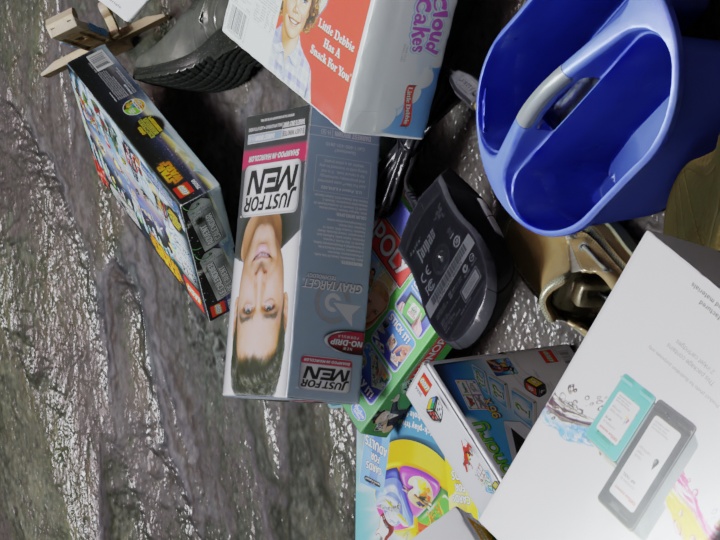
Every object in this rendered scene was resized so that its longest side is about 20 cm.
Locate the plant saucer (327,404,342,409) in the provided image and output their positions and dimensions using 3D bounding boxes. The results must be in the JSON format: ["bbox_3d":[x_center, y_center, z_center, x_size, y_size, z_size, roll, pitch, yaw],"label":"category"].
[{"bbox_3d":[-0.011,0.000,1.797,0.070,0.019,0.202,-9,88,54],"label":"plant saucer"}]

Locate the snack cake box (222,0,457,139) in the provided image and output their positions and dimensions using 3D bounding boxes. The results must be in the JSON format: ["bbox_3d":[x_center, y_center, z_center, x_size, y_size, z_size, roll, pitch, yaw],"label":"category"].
[{"bbox_3d":[-0.016,-0.182,1.661,0.200,0.067,0.116,44,124,52],"label":"snack cake box"}]

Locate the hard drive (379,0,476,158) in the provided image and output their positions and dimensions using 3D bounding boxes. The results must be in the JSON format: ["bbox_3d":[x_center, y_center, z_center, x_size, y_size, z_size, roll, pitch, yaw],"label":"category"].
[{"bbox_3d":[0.026,-0.201,1.704,0.140,0.033,0.201,53,134,36],"label":"hard drive"}]

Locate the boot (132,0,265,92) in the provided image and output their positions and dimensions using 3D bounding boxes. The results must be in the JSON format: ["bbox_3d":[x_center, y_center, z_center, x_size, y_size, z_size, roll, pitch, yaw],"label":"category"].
[{"bbox_3d":[-0.109,-0.215,1.880,0.199,0.067,0.132,-14,71,54],"label":"boot"}]

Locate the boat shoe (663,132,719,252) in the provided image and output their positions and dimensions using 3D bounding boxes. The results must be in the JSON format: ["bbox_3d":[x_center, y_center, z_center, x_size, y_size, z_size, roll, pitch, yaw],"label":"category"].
[{"bbox_3d":[0.232,-0.045,1.411,0.201,0.065,0.072,115,151,-62],"label":"boat shoe"}]

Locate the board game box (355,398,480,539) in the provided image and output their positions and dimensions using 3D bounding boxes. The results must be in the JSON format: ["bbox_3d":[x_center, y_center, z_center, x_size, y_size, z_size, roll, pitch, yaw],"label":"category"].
[{"bbox_3d":[0.057,0.186,1.705,0.151,0.047,0.202,13,105,53],"label":"board game box"}]

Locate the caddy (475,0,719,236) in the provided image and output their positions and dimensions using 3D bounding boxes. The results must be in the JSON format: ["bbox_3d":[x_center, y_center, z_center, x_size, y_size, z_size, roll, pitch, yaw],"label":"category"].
[{"bbox_3d":[0.146,-0.110,1.486,0.200,0.104,0.142,-49,57,45],"label":"caddy"}]

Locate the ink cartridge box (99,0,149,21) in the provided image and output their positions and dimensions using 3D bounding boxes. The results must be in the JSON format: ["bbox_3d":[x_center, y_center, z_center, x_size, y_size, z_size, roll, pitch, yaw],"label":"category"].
[{"bbox_3d":[-0.131,-0.302,1.794,0.200,0.084,0.146,-40,18,46],"label":"ink cartridge box"}]

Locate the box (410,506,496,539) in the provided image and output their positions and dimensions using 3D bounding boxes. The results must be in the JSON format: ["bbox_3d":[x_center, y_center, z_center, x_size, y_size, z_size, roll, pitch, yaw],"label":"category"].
[{"bbox_3d":[0.085,0.243,1.528,0.101,0.200,0.113,-38,58,8],"label":"box"}]

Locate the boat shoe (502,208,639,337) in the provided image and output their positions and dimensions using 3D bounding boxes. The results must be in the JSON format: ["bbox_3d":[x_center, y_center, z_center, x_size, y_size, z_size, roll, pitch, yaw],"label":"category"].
[{"bbox_3d":[0.143,0.009,1.533,0.200,0.076,0.072,34,124,49],"label":"boat shoe"}]

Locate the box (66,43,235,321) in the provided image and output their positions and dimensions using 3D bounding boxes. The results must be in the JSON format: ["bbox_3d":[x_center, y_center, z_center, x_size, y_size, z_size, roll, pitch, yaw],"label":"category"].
[{"bbox_3d":[-0.163,-0.071,1.932,0.200,0.040,0.137,49,161,39],"label":"box"}]

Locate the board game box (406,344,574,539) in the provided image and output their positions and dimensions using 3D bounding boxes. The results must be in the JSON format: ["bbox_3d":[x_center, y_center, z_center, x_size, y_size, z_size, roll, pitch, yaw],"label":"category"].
[{"bbox_3d":[0.129,0.135,1.529,0.201,0.126,0.035,58,136,32],"label":"board game box"}]

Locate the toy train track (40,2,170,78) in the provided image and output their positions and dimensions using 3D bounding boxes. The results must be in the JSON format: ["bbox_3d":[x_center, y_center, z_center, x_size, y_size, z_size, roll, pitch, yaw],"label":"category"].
[{"bbox_3d":[-0.220,-0.196,1.938,0.033,0.114,0.200,65,-173,2],"label":"toy train track"}]

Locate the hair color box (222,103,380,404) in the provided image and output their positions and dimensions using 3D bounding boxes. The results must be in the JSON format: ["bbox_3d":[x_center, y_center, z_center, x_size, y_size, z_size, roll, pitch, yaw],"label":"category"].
[{"bbox_3d":[-0.041,-0.009,1.682,0.099,0.060,0.202,-4,81,60],"label":"hair color box"}]

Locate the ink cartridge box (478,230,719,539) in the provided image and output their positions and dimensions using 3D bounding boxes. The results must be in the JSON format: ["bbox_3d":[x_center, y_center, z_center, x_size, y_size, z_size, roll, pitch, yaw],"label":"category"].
[{"bbox_3d":[0.198,0.109,1.365,0.146,0.146,0.201,42,110,40],"label":"ink cartridge box"}]

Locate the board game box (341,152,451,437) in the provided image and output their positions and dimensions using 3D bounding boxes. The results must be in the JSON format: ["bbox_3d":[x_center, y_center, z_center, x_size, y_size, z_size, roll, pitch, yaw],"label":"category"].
[{"bbox_3d":[0.000,0.000,1.718,0.135,0.029,0.200,-55,48,24],"label":"board game box"}]

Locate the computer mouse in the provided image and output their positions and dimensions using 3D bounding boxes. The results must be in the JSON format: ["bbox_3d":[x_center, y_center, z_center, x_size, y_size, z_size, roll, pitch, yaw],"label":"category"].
[{"bbox_3d":[0.073,-0.046,1.599,0.141,0.046,0.200,-63,33,23],"label":"computer mouse"}]
